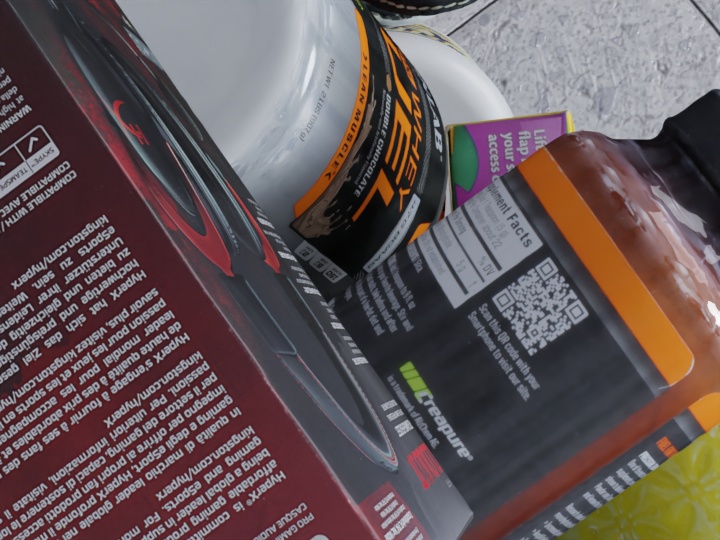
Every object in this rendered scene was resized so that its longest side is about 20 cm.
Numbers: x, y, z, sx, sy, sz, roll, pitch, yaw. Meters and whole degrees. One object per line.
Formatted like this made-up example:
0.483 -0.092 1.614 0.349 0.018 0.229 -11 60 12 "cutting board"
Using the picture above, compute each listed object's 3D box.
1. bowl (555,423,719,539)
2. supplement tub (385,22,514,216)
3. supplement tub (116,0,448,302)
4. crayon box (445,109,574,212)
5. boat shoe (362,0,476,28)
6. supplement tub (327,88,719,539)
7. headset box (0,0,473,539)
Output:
0.159 0.041 0.713 0.199 0.107 0.202 15 65 -35 "bowl"
0.012 -0.065 1.055 0.145 0.145 0.200 53 6 -9 "supplement tub"
-0.040 -0.051 0.689 0.123 0.122 0.200 56 7 22 "supplement tub"
0.078 0.058 0.814 0.173 0.058 0.202 59 26 -70 "crayon box"
0.014 -0.127 0.748 0.200 0.075 0.061 -111 -168 -64 "boat shoe"
0.054 0.028 0.617 0.107 0.199 0.107 54 6 -8 "supplement tub"
-0.052 0.020 0.435 0.201 0.075 0.149 55 6 6 "headset box"
